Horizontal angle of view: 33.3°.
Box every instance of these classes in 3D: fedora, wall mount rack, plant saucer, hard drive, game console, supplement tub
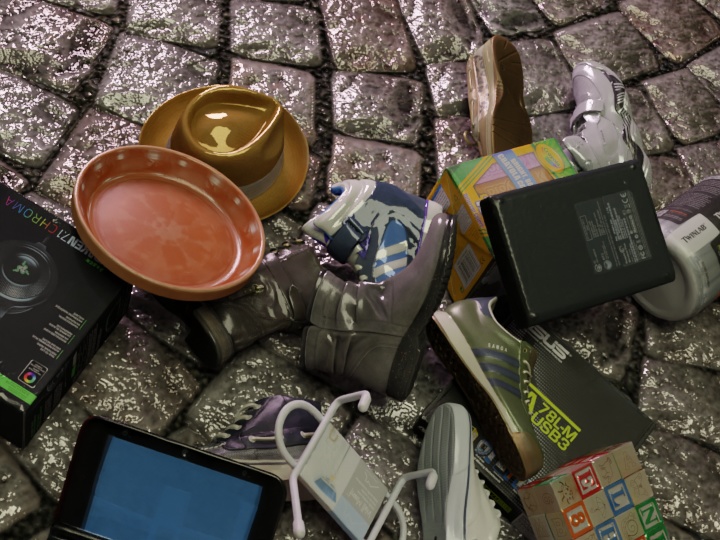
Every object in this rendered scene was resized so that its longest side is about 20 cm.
[{"bbox_3d":[-0.145,-0.146,1.335,0.198,0.082,0.203,8,59,-14],"label":"fedora"},{"bbox_3d":[-0.008,0.216,1.119,0.200,0.074,0.174,51,47,-22],"label":"wall mount rack"},{"bbox_3d":[-0.192,-0.045,1.205,0.198,0.032,0.202,18,40,-16],"label":"plant saucer"},{"bbox_3d":[0.232,-0.031,1.280,0.198,0.033,0.141,-15,86,-26],"label":"hard drive"},{"bbox_3d":[-0.185,0.250,1.054,0.198,0.120,0.173,18,38,1],"label":"game console"},{"bbox_3d":[0.410,-0.036,1.426,0.199,0.123,0.123,-32,74,-29],"label":"supplement tub"}]

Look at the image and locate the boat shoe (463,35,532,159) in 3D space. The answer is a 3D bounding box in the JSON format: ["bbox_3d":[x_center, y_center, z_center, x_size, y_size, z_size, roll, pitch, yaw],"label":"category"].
[{"bbox_3d":[0.165,-0.191,1.483,0.073,0.062,0.202,25,55,-34],"label":"boat shoe"}]

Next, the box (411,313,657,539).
[{"bbox_3d":[0.187,0.166,1.283,0.200,0.048,0.193,43,61,9],"label":"box"}]

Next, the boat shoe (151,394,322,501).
[{"bbox_3d":[-0.119,0.173,1.173,0.198,0.075,0.094,5,54,-25],"label":"boat shoe"}]

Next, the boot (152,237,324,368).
[{"bbox_3d":[-0.126,0.002,1.275,0.173,0.069,0.201,-24,74,-34],"label":"boot"}]

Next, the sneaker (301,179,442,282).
[{"bbox_3d":[0.000,0.000,1.295,0.145,0.081,0.202,15,75,-1],"label":"sneaker"}]

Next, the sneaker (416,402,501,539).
[{"bbox_3d":[0.101,0.234,1.196,0.070,0.073,0.203,7,79,-29],"label":"sneaker"}]

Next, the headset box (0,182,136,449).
[{"bbox_3d":[-0.343,0.045,1.156,0.173,0.093,0.201,32,57,3],"label":"headset box"}]

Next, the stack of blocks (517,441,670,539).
[{"bbox_3d":[0.249,0.286,1.190,0.114,0.058,0.202,-18,84,-31],"label":"stack of blocks"}]

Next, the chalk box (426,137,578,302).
[{"bbox_3d":[0.184,-0.060,1.368,0.198,0.125,0.125,-17,67,-27],"label":"chalk box"}]

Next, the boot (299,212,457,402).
[{"bbox_3d":[0.015,0.022,1.214,0.130,0.070,0.202,20,90,10],"label":"boot"}]

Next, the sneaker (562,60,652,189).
[{"bbox_3d":[0.278,-0.172,1.490,0.114,0.075,0.202,-6,66,-24],"label":"sneaker"}]

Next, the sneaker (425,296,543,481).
[{"bbox_3d":[0.151,0.109,1.235,0.089,0.067,0.201,-23,64,-19],"label":"sneaker"}]
